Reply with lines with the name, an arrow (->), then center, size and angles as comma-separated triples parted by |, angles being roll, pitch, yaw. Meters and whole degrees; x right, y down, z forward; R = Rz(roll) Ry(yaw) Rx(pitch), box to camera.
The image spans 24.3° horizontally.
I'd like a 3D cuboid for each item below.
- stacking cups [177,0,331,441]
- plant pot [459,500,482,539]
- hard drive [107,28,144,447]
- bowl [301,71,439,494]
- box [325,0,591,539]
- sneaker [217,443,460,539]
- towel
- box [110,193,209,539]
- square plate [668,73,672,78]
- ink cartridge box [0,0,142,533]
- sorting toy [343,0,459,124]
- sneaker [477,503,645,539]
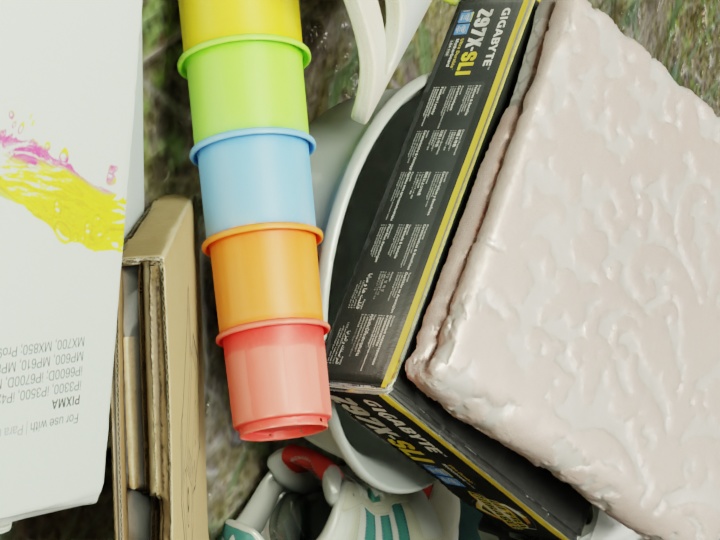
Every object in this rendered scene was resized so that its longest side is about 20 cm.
stacking cups -> -0.042, -0.031, 0.694 | 0.060, 0.060, 0.201 | 12, 68, -60
plant pot -> 0.133, 0.091, 1.017 | 0.141, 0.141, 0.201 | -44, 128, -47
hard drive -> -0.098, -0.050, 0.622 | 0.132, 0.027, 0.201 | -100, -169, -77
bowl -> 0.000, 0.000, 0.804 | 0.201, 0.090, 0.202 | -25, 119, -56
box -> 0.073, 0.001, 0.762 | 0.160, 0.049, 0.201 | 42, 61, -42
sneaker -> -0.007, 0.124, 0.842 | 0.200, 0.070, 0.094 | -29, 127, -50
towel -> 0.118, 0.007, 0.740 | 0.200, 0.032, 0.192 | 34, 67, -34
box -> -0.074, 0.062, 0.638 | 0.200, 0.021, 0.165 | -109, -162, -81
square plate -> 0.160, 0.026, 0.919 | 0.198, 0.028, 0.200 | 50, 60, -32
ink cartridge box -> -0.161, -0.033, 0.459 | 0.144, 0.145, 0.201 | -6, 102, -59
sorting toy -> 0.004, -0.165, 0.722 | 0.200, 0.106, 0.181 | 67, 30, -43
sneaker -> 0.131, 0.090, 0.832 | 0.088, 0.074, 0.201 | 38, 79, -37
